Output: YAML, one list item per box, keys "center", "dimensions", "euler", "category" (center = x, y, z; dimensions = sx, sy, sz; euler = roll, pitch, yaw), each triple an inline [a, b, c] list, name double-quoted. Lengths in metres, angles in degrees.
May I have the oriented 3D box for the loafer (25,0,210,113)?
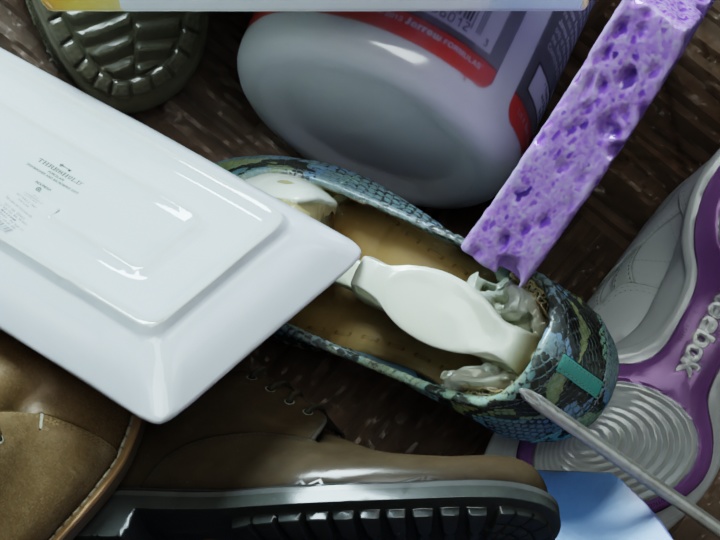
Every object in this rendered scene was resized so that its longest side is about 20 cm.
- center: [-0.110, -0.158, 1.016]
  dimensions: [0.076, 0.067, 0.200]
  euler: [-14, 87, -9]
  category: "loafer"

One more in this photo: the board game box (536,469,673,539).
- center: [0.026, 0.148, 0.912]
  dimensions: [0.200, 0.039, 0.158]
  euler: [1, 58, 15]
  category: "board game box"

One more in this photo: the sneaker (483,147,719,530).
- center: [0.116, 0.032, 0.970]
  dimensions: [0.075, 0.100, 0.200]
  euler: [39, 92, 0]
  category: "sneaker"

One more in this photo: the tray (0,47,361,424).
- center: [-0.108, -0.027, 0.903]
  dimensions: [0.200, 0.022, 0.107]
  euler: [29, 53, 28]
  category: "tray"

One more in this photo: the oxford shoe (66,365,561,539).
- center: [-0.026, 0.069, 0.908]
  dimensions: [0.200, 0.073, 0.085]
  euler: [1, 56, 17]
  category: "oxford shoe"

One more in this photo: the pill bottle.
- center: [0.042, -0.134, 0.998]
  dimensions: [0.116, 0.116, 0.200]
  euler: [25, 68, 3]
  category: "pill bottle"

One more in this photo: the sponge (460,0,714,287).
- center: [0.099, -0.079, 0.933]
  dimensions: [0.030, 0.112, 0.200]
  euler: [33, 29, 3]
  category: "sponge"

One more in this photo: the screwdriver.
- center: [0.126, 0.094, 0.914]
  dimensions: [0.200, 0.028, 0.029]
  euler: [32, 43, -32]
  category: "screwdriver"

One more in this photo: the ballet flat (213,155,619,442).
- center: [0.000, 0.000, 0.929]
  dimensions: [0.200, 0.074, 0.074]
  euler: [20, 66, 26]
  category: "ballet flat"

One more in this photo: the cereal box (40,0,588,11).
- center: [-0.020, -0.160, 0.880]
  dimensions: [0.200, 0.144, 0.040]
  euler: [2, 27, 12]
  category: "cereal box"

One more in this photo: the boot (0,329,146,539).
- center: [-0.127, 0.058, 0.870]
  dimensions: [0.073, 0.076, 0.200]
  euler: [13, 63, 22]
  category: "boot"
